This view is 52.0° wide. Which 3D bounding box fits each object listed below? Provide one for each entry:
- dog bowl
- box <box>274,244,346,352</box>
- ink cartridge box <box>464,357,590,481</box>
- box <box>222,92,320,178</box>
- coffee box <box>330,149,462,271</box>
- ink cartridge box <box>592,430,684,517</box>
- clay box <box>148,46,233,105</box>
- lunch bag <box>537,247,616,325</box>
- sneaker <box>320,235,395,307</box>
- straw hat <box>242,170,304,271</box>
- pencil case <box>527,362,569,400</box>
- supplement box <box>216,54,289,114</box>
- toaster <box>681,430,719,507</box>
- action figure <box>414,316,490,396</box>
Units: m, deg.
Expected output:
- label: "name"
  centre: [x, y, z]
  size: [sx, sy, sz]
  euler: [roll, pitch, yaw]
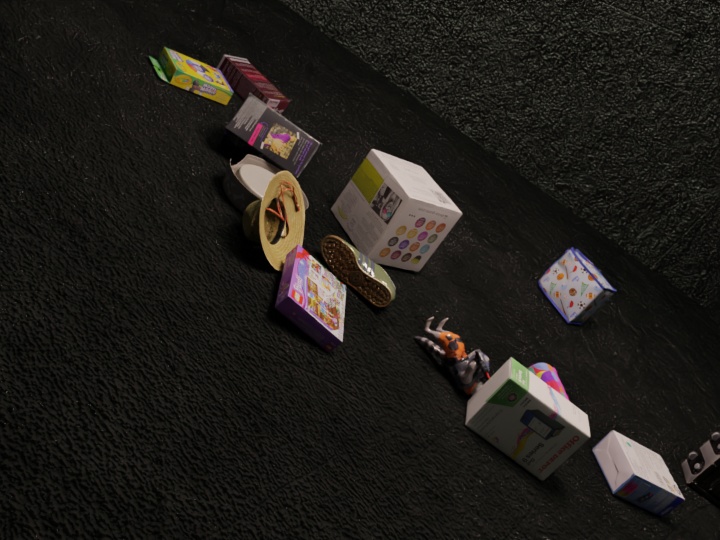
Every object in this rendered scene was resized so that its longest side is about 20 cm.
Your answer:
- label: "dog bowl"
  centre: [-0.212, -0.170, 1.617]
  size: [0.200, 0.059, 0.200]
  euler: [32, 25, -17]
- label: "box"
  centre: [-0.090, 0.049, 1.402]
  size: [0.137, 0.039, 0.200]
  euler: [43, 22, -20]
- label: "ink cartridge box"
  centre: [0.329, 0.295, 1.460]
  size: [0.200, 0.145, 0.088]
  euler: [37, 25, -5]
- label: "box"
  centre: [-0.211, -0.303, 1.737]
  size: [0.200, 0.106, 0.122]
  euler: [35, -11, -9]
- label: "coffee box"
  centre: [0.085, -0.143, 1.817]
  size: [0.199, 0.198, 0.200]
  euler: [11, 34, -44]
- label: "ink cartridge box"
  centre: [0.643, 0.469, 1.684]
  size: [0.199, 0.076, 0.137]
  euler: [27, 27, -21]
- label: "clay box"
  centre: [-0.434, -0.503, 1.897]
  size: [0.200, 0.048, 0.115]
  euler: [14, 34, -45]
- label: "lunch bag"
  centre: [0.684, 0.048, 2.365]
  size: [0.124, 0.170, 0.200]
  euler: [14, 33, -49]
- label: "sneaker"
  centre: [0.000, 0.000, 1.620]
  size: [0.200, 0.067, 0.090]
  euler: [44, 17, 10]
- label: "straw hat"
  centre: [-0.189, -0.098, 1.480]
  size: [0.085, 0.202, 0.201]
  euler: [2, 13, 22]
- label: "pencil case"
  centre: [0.439, 0.300, 1.685]
  size: [0.088, 0.088, 0.200]
  euler: [26, 26, -26]
- label: "supplement box"
  centre: [-0.307, -0.523, 2.096]
  size: [0.200, 0.061, 0.109]
  euler: [45, 26, 17]
- label: "toaster"
  centre: [0.976, 0.524, 1.931]
  size: [0.200, 0.181, 0.119]
  euler: [35, 23, -5]
- label: "action figure"
  centre: [0.213, 0.194, 1.581]
  size: [0.194, 0.104, 0.200]
  euler: [55, 3, 18]
